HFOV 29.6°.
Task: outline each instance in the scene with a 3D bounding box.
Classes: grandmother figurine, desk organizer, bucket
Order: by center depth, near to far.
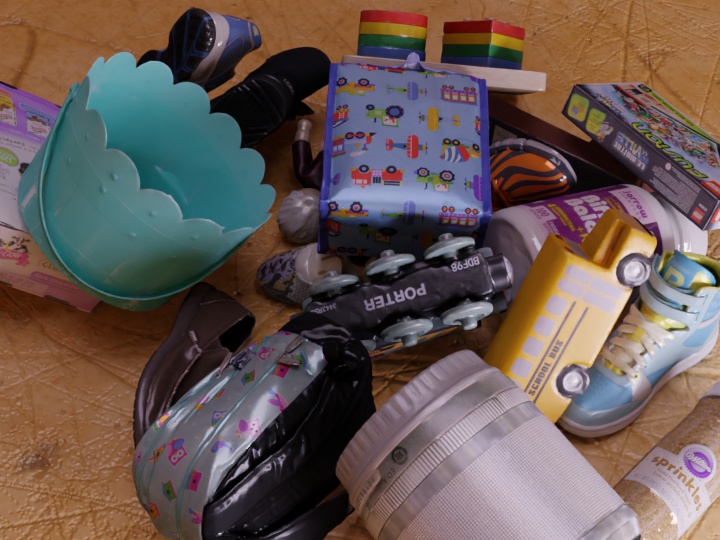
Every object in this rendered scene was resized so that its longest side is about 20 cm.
[{"bbox_3d":[-0.193,-0.073,1.205,0.207,0.135,0.208,35,29,-22],"label":"bucket"},{"bbox_3d":[-0.020,-0.102,1.375,0.121,0.061,0.200,29,54,9],"label":"grandmother figurine"},{"bbox_3d":[0.205,-0.121,1.392,0.199,0.072,0.077,29,50,22],"label":"desk organizer"}]

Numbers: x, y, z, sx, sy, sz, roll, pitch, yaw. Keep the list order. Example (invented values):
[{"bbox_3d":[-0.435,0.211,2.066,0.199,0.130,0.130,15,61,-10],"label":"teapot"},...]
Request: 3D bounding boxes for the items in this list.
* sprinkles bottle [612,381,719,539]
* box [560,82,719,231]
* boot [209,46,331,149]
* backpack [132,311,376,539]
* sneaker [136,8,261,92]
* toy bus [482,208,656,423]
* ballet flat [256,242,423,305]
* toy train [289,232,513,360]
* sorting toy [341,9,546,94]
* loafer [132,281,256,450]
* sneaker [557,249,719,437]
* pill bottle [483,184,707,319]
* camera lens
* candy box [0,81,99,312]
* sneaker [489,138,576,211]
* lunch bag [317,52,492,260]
[{"bbox_3d":[0.264,0.171,1.124,0.068,0.069,0.200,36,56,27],"label":"sprinkles bottle"},{"bbox_3d":[0.297,-0.113,1.300,0.109,0.035,0.200,-8,42,-40],"label":"box"},{"bbox_3d":[-0.128,-0.152,1.398,0.199,0.077,0.168,-30,8,23],"label":"boot"},{"bbox_3d":[-0.080,0.145,1.088,0.126,0.168,0.200,21,50,39],"label":"backpack"},{"bbox_3d":[-0.172,-0.201,1.390,0.077,0.200,0.076,-6,79,-36],"label":"sneaker"},{"bbox_3d":[0.171,0.040,1.153,0.078,0.201,0.065,23,15,-11],"label":"toy bus"},{"bbox_3d":[0.000,0.000,1.271,0.199,0.072,0.072,10,47,6],"label":"ballet flat"},{"bbox_3d":[0.038,0.031,1.184,0.198,0.114,0.086,-18,76,7],"label":"toy train"},{"bbox_3d":[0.081,-0.225,1.401,0.198,0.070,0.199,5,6,-2],"label":"sorting toy"},{"bbox_3d":[-0.141,0.089,1.177,0.070,0.073,0.201,12,48,8],"label":"loafer"},{"bbox_3d":[0.246,0.052,1.191,0.200,0.131,0.079,-35,58,-29],"label":"sneaker"},{"bbox_3d":[0.219,-0.019,1.262,0.199,0.113,0.113,-13,48,-25],"label":"pill bottle"},{"bbox_3d":[0.097,0.181,1.022,0.159,0.160,0.200,-32,69,-28],"label":"camera lens"},{"bbox_3d":[-0.313,-0.076,1.270,0.167,0.072,0.201,23,36,-35],"label":"candy box"},{"bbox_3d":[0.109,-0.063,1.309,0.199,0.078,0.112,-1,45,46],"label":"sneaker"},{"bbox_3d":[0.041,-0.117,1.243,0.149,0.094,0.201,4,61,-1],"label":"lunch bag"}]
